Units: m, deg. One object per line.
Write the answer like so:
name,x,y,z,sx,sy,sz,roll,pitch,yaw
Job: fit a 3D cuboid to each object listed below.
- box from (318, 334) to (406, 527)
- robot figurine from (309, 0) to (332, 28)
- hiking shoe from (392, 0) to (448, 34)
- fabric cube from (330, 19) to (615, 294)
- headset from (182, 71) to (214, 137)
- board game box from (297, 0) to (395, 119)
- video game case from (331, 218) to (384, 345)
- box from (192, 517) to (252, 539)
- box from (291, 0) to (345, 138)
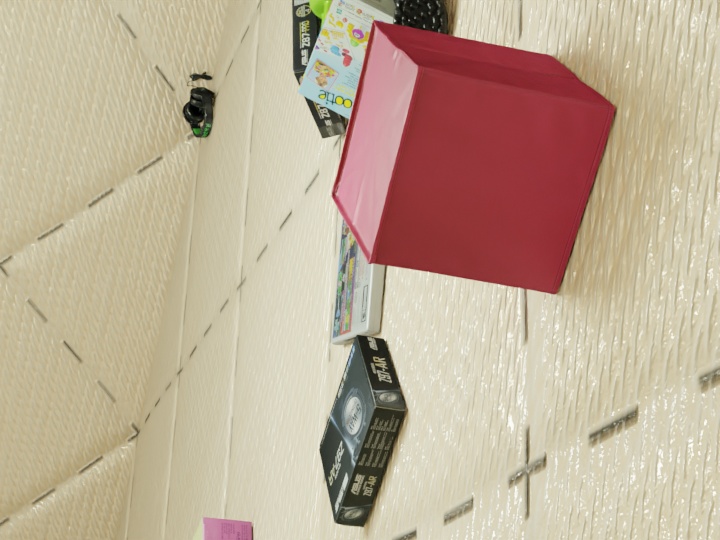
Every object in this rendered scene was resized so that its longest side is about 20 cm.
box,0.000,0.213,1.733,0.161,0.043,0.201,-106,30,-56
robot figurine,-0.018,-0.461,2.012,0.176,0.114,0.202,107,169,-77
hiking shoe,0.081,-0.348,1.724,0.101,0.075,0.202,29,-126,-74
fabric cube,0.101,-0.115,1.282,0.200,0.197,0.198,-117,37,-63
headset,-0.430,-0.456,3.547,0.124,0.093,0.201,-54,46,50
board game box,-0.002,-0.332,1.867,0.103,0.104,0.201,-64,1,-43
video game case,0.000,0.000,1.884,0.182,0.023,0.202,153,123,-70
box,-0.264,0.577,2.354,0.201,0.096,0.177,117,155,-45
box,-0.068,-0.344,2.118,0.162,0.049,0.201,63,-161,-51
